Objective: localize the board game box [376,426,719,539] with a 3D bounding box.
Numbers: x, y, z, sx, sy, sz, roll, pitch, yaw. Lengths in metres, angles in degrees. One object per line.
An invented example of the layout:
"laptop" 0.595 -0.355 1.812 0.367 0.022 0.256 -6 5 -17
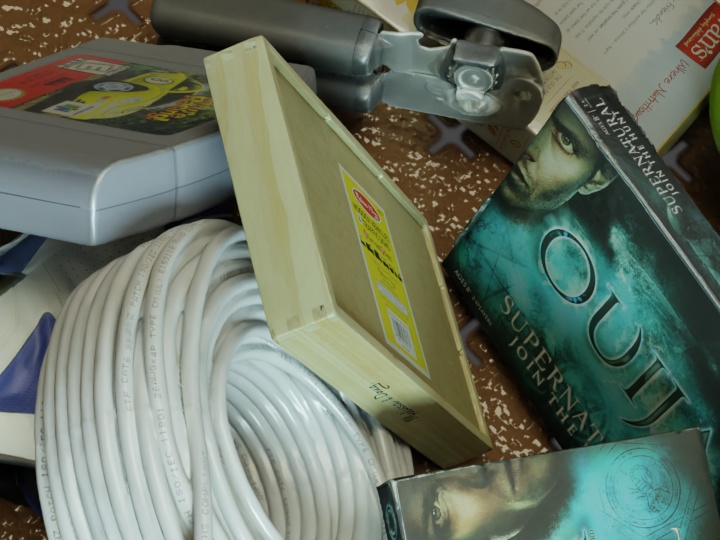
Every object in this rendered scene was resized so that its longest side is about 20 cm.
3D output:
"board game box" 0.089 0.170 0.659 0.135 0.028 0.201 -8 78 -16

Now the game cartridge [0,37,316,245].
"game cartridge" -0.103 -0.062 0.739 0.133 0.041 0.200 15 24 19

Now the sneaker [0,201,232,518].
"sneaker" -0.133 0.042 0.736 0.199 0.081 0.115 -30 86 -32

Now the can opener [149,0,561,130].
"can opener" -0.002 -0.115 0.837 0.199 0.053 0.067 13 54 9

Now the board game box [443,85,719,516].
"board game box" 0.124 0.037 0.743 0.028 0.135 0.200 -19 67 -35

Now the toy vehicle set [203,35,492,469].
"toy vehicle set" 0.000 0.000 0.718 0.026 0.200 0.125 -22 63 13

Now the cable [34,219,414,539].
"cable" -0.045 0.081 0.674 0.069 0.200 0.201 -23 69 24

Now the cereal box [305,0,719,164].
"cereal box" 0.091 -0.133 0.891 0.200 0.040 0.144 39 61 10

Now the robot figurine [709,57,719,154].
"robot figurine" 0.246 -0.099 0.846 0.115 0.176 0.200 12 34 30
